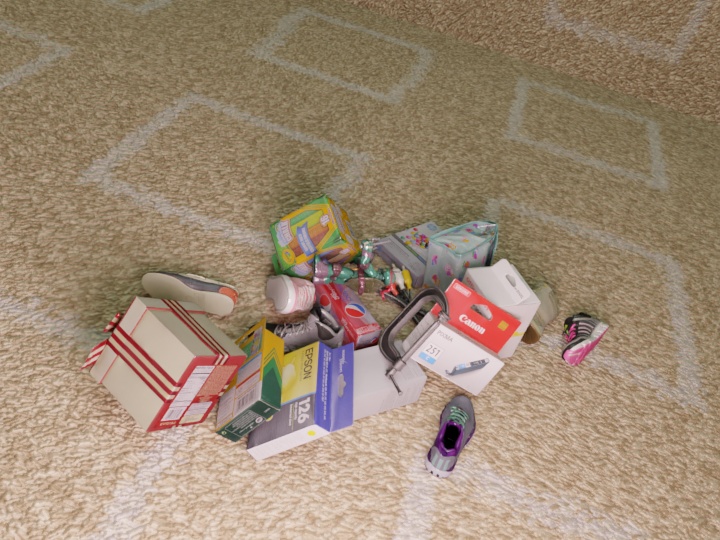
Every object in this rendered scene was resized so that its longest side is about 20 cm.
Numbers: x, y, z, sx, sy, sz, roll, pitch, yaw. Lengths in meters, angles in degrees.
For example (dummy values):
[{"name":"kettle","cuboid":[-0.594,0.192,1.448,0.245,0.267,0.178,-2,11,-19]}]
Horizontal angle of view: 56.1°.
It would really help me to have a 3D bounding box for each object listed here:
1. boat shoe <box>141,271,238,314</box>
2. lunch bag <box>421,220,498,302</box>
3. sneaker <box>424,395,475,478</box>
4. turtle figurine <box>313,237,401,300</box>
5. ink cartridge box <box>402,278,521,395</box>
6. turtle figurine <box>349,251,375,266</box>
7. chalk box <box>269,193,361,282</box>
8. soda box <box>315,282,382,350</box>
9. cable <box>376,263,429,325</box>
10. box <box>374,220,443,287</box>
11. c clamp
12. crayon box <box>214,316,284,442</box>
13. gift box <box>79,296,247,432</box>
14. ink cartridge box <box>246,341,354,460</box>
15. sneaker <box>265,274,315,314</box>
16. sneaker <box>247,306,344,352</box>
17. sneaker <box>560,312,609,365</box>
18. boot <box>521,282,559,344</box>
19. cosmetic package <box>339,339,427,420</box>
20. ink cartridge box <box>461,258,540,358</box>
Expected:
[{"name":"boat shoe","cuboid":[-0.357,0.039,1.428,0.199,0.071,0.063,15,33,-4]},{"name":"lunch bag","cuboid":[0.253,-0.019,1.621,0.200,0.171,0.122,-24,43,-38]},{"name":"sneaker","cuboid":[0.186,0.299,1.290,0.074,0.088,0.200,23,40,8]},{"name":"turtle figurine","cuboid":[0.000,0.000,1.434,0.199,0.150,0.101,0,56,-8]},{"name":"ink cartridge box","cuboid":[0.213,0.138,1.366,0.200,0.176,0.045,31,14,-24]},{"name":"turtle figurine","cuboid":[-0.066,-0.059,1.626,0.199,0.101,0.150,27,40,4]},{"name":"chalk box","cuboid":[-0.119,-0.057,1.523,0.199,0.124,0.125,-29,64,14]},{"name":"soda box","cuboid":[-0.034,0.092,1.473,0.063,0.070,0.200,-10,45,-31]},{"name":"cable","cuboid":[0.104,0.064,1.569,0.097,0.050,0.200,-12,46,-25]},{"name":"box","cuboid":[0.160,-0.045,1.726,0.199,0.041,0.156,-19,51,-37]},{"name":"c clamp","cuboid":[0.107,0.126,1.301,0.027,0.200,0.171,38,2,-30]},{"name":"crayon box","cuboid":[-0.200,0.197,1.245,0.052,0.126,0.200,35,31,-29]},{"name":"gift box","cuboid":[-0.349,0.164,1.175,0.187,0.200,0.184,39,5,23]},{"name":"ink cartridge box","cuboid":[-0.107,0.223,1.224,0.199,0.047,0.198,-26,35,19]},{"name":"sneaker","cuboid":[-0.134,0.051,1.435,0.104,0.076,0.200,11,2,-19]},{"name":"sneaker","cuboid":[-0.126,0.112,1.382,0.199,0.116,0.075,10,39,-7]},{"name":"sneaker","cuboid":[0.506,0.154,1.585,0.087,0.074,0.200,37,39,24]},{"name":"boot","cuboid":[0.389,0.059,1.617,0.154,0.072,0.200,-32,88,-45]},{"name":"cosmetic package","cuboid":[0.016,0.219,1.335,0.199,0.081,0.113,-10,45,-27]},{"name":"ink cartridge box","cuboid":[0.288,0.085,1.488,0.125,0.201,0.129,-5,43,-24]}]
